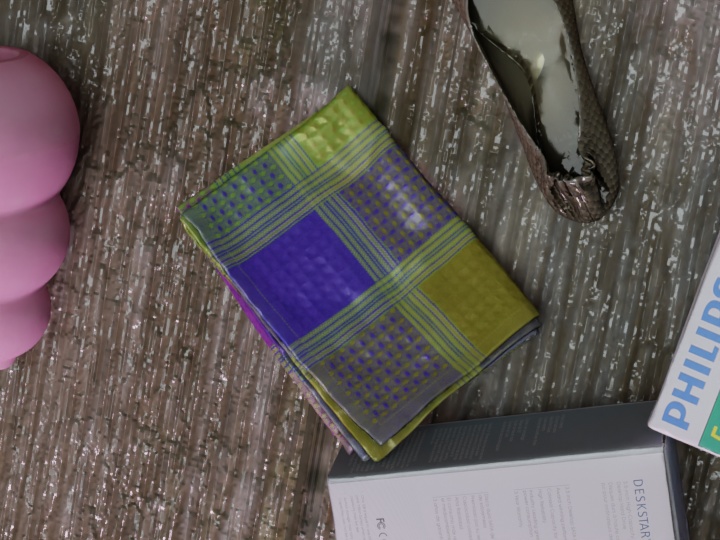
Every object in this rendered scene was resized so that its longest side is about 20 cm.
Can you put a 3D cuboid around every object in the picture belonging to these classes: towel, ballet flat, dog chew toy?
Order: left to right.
[{"bbox_3d":[-0.235,-0.036,1.307,0.124,0.125,0.201,4,107,16],"label":"dog chew toy"},{"bbox_3d":[0.000,0.000,1.248,0.143,0.023,0.200,-35,76,-12],"label":"towel"},{"bbox_3d":[0.101,-0.122,1.228,0.067,0.046,0.201,-20,92,17],"label":"ballet flat"}]

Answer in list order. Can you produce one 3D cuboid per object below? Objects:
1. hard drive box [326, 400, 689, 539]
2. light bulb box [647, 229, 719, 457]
[{"bbox_3d":[0.094,0.170,1.236,0.199,0.077,0.157,-6,106,12],"label":"hard drive box"},{"bbox_3d":[0.288,0.023,1.153,0.199,0.125,0.199,21,104,11],"label":"light bulb box"}]
